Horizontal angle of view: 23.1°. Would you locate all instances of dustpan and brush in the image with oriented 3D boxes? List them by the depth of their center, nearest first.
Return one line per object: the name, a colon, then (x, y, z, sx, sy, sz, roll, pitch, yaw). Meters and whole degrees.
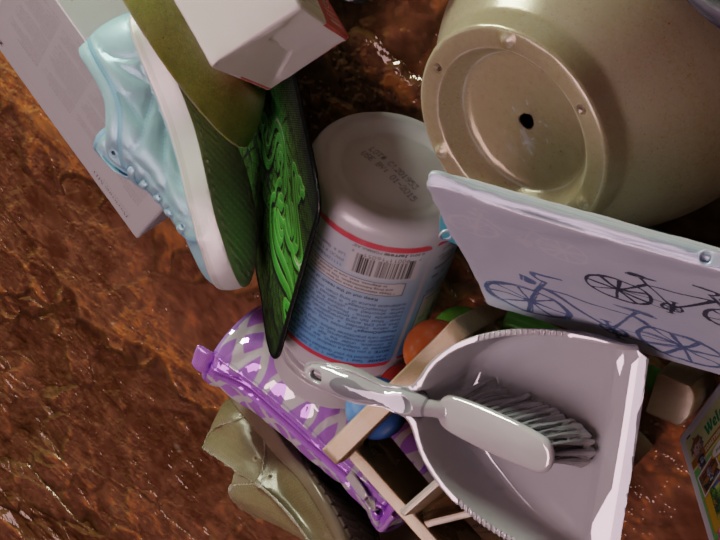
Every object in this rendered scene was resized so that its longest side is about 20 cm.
dustpan and brush: (0.058, 0.083, 1.017, 0.200, 0.057, 0.140, 20, 115, 35)

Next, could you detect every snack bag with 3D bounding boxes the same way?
snack bag: (0.131, 0.004, 0.908, 0.188, 0.021, 0.200, 17, 166, 21)

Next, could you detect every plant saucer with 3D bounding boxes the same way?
plant saucer: (-0.114, -0.172, 1.128, 0.031, 0.200, 0.200, -30, 97, 8)

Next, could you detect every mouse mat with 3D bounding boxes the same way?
mouse mat: (-0.057, -0.063, 1.157, 0.161, 0.008, 0.200, 108, 156, -46)

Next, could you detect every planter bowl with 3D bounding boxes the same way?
planter bowl: (0.118, -0.101, 0.940, 0.200, 0.135, 0.201, 26, 135, 30)

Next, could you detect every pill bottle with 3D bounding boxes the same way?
pill bottle: (0.000, 0.000, 1.163, 0.109, 0.109, 0.200, 39, 140, 18)

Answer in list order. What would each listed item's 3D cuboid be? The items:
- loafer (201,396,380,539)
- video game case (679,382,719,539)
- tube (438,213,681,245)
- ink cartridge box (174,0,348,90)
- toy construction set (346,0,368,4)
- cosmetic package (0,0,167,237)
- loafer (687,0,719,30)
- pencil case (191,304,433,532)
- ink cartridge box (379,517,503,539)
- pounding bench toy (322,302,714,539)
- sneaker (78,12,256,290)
loafer: (-0.055, 0.171, 1.344, 0.076, 0.067, 0.200, 36, -171, -47)
video game case: (0.245, 0.109, 0.961, 0.200, 0.022, 0.182, 114, 155, -45)
tube: (0.142, -0.005, 1.024, 0.200, 0.050, 0.078, 25, 131, 22)
ink cartridge box: (-0.094, -0.215, 1.061, 0.067, 0.116, 0.200, -31, 82, 11)
toy construction set: (0.014, -0.223, 0.975, 0.200, 0.092, 0.131, -17, 78, 52)
cosmetic package: (-0.186, -0.134, 1.282, 0.200, 0.052, 0.151, 54, 152, -1)
loafer: (0.153, -0.182, 0.864, 0.200, 0.072, 0.063, 65, -173, 31)
pencil case: (-0.026, 0.110, 1.296, 0.200, 0.085, 0.084, 39, 136, 20)
ink cartridge box: (0.041, 0.252, 1.269, 0.200, 0.165, 0.075, -15, 109, 51)
pounding bench toy: (0.101, 0.081, 1.104, 0.156, 0.124, 0.200, 48, 110, 9)
sneaker: (-0.131, -0.075, 1.178, 0.082, 0.074, 0.200, -20, 85, 21)
